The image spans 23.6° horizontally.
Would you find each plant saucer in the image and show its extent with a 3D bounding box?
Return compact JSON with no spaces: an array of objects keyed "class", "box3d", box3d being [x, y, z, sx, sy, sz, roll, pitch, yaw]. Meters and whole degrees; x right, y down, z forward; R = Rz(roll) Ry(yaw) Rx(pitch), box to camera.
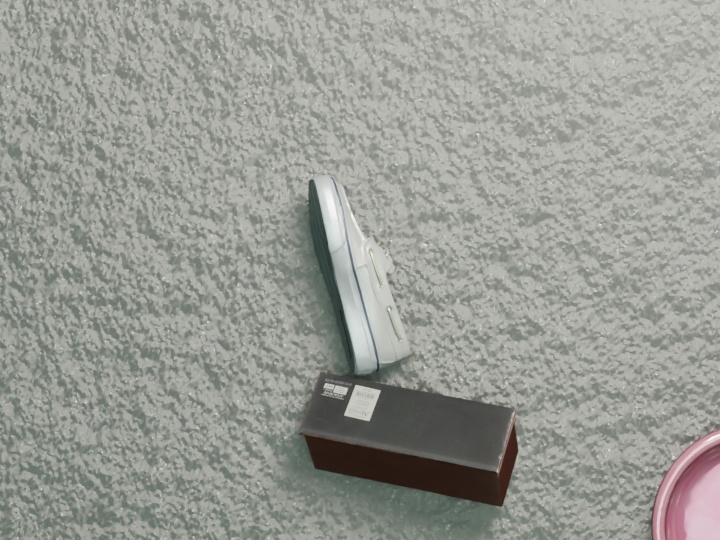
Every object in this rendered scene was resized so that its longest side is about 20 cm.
[{"class":"plant saucer","box3d":[0.382,0.248,1.687,0.200,0.051,0.201,0,90,2]}]

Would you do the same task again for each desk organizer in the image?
[{"class":"desk organizer","box3d":[0.050,0.165,1.678,0.200,0.077,0.072,10,57,16]}]

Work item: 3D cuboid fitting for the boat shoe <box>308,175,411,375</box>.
[{"class":"boat shoe","box3d":[0.000,0.000,1.690,0.067,0.074,0.200,-15,100,-13]}]
